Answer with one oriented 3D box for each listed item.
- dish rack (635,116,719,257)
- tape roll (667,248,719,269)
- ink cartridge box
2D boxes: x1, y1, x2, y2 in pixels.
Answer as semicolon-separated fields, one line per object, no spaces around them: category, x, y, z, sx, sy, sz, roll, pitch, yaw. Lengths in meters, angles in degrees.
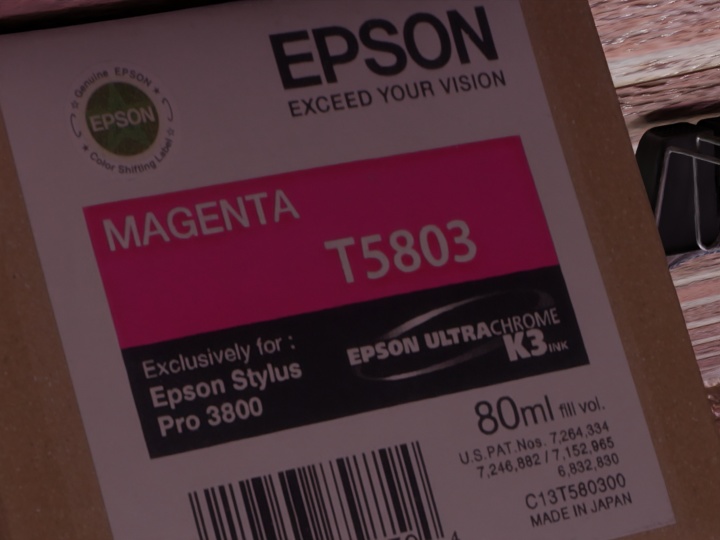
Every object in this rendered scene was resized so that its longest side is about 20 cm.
dish rack;0.209;-0.024;1.073;0.153;0.055;0.200;-11;-161;-35
tape roll;0.174;0.050;1.265;0.200;0.200;0.085;-14;173;-2
ink cartridge box;-0.020;0.018;0.724;0.200;0.165;0.075;-12;171;-28
